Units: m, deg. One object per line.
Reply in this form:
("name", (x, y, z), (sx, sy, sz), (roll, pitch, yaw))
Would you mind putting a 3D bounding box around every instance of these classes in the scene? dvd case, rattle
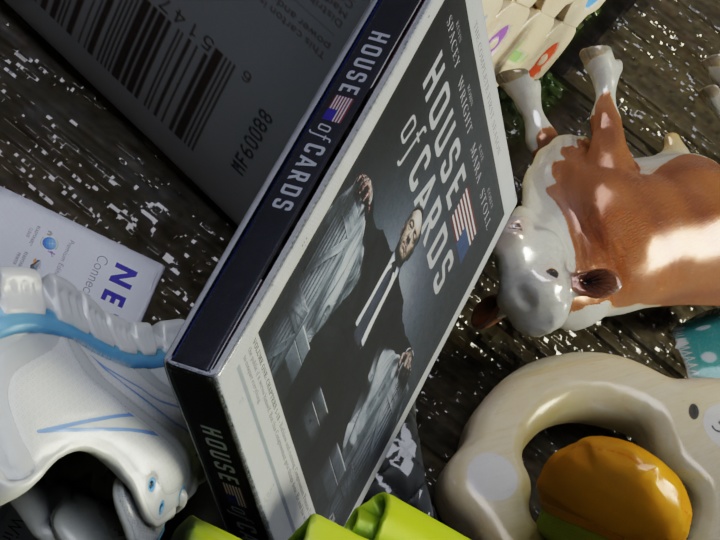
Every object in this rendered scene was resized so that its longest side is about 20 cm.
("dvd case", (0.000, 0.000, 0.842), (0.025, 0.151, 0.201), (16, 57, 22))
("rattle", (0.131, 0.050, 0.954), (0.199, 0.144, 0.130), (-28, 54, -29))

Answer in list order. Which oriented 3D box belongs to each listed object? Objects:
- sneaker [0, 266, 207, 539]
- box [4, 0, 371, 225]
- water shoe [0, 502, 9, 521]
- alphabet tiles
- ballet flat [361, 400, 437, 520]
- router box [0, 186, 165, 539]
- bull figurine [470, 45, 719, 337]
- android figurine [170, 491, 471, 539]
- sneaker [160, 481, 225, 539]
("sneaker", (-0.078, 0.062, 0.810), (0.199, 0.075, 0.087), (13, 54, -54))
("box", (-0.031, -0.169, 0.985), (0.199, 0.200, 0.171), (43, 50, 8))
("water shoe", (-0.200, 0.020, 0.810), (0.200, 0.079, 0.072), (50, 12, -11))
("alphabet tiles", (0.081, -0.128, 1.002), (0.015, 0.200, 0.195), (42, 12, 12))
("ballet flat", (0.024, 0.022, 0.964), (0.056, 0.067, 0.201), (12, 60, 8))
("router box", (-0.187, 0.044, 0.867), (0.178, 0.049, 0.201), (25, 51, -7))
("bull figurine", (0.118, -0.030, 1.019), (0.199, 0.065, 0.122), (2, 74, -37))
("android figurine", (0.016, 0.159, 0.760), (0.199, 0.041, 0.183), (27, 50, -14))
("sneaker", (-0.070, 0.122, 0.826), (0.073, 0.112, 0.200), (33, 51, -1))
